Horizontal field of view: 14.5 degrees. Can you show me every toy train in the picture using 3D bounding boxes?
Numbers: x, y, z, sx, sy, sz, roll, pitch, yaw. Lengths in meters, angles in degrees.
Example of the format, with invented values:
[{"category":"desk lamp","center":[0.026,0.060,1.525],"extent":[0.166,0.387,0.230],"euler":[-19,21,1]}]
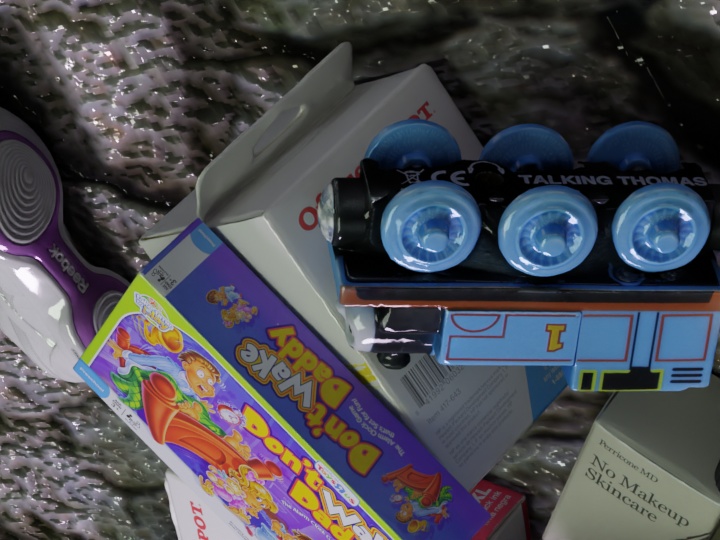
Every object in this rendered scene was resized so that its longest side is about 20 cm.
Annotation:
[{"category":"toy train","center":[0.077,-0.004,1.300],"extent":[0.199,0.087,0.115],"euler":[0,121,-9]}]

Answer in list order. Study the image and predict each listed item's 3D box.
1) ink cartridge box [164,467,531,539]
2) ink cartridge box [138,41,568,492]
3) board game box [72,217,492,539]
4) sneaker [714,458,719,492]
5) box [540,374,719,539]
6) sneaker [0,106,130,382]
[{"category":"ink cartridge box","center":[-0.002,0.171,1.619],"extent":[0.199,0.084,0.145],"euler":[19,138,30]},{"category":"ink cartridge box","center":[0.000,0.000,1.405],"extent":[0.125,0.129,0.200],"euler":[-11,117,55]},{"category":"board game box","center":[-0.042,0.082,1.382],"extent":[0.200,0.045,0.134],"euler":[45,151,3]},{"category":"sneaker","center":[0.245,0.078,1.283],"extent":[0.200,0.091,0.076],"euler":[-20,110,50]},{"category":"box","center":[0.143,0.132,1.454],"extent":[0.082,0.068,0.200],"euler":[32,143,13]},{"category":"sneaker","center":[-0.205,-0.010,1.643],"extent":[0.099,0.075,0.201],"euler":[-6,121,46]}]
